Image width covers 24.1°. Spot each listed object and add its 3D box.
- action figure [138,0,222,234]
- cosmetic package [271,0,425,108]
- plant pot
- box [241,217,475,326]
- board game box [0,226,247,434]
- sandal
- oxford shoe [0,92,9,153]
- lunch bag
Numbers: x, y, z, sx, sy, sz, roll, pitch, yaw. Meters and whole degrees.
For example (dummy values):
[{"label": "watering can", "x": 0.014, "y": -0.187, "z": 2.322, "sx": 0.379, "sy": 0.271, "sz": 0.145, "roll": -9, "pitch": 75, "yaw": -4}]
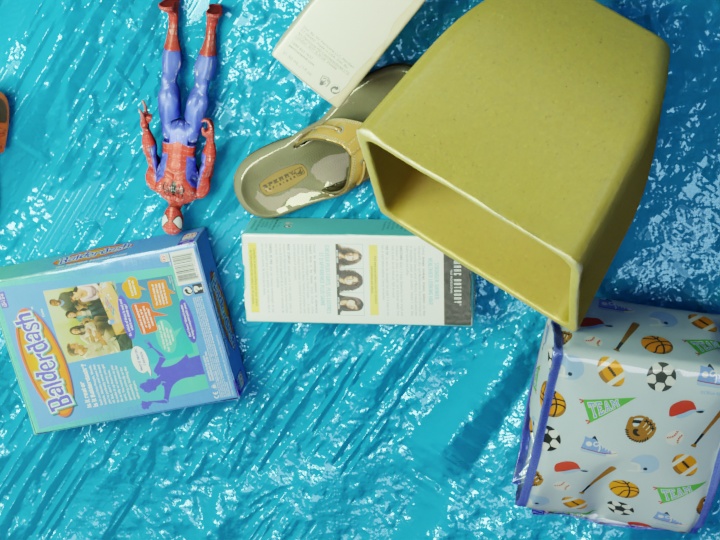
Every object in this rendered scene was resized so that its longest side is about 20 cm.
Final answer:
[{"label": "action figure", "x": -0.153, "y": -0.126, "z": 1.433, "sx": 0.065, "sy": 0.052, "sz": 0.202, "roll": 7, "pitch": 113, "yaw": 1}, {"label": "cosmetic package", "x": 0.021, "y": -0.236, "z": 1.340, "sx": 0.073, "sy": 0.104, "sz": 0.200, "roll": 38, "pitch": 111, "yaw": -8}, {"label": "plant pot", "x": 0.138, "y": -0.106, "z": 1.310, "sx": 0.195, "sy": 0.194, "sz": 0.201, "roll": 31, "pitch": 79, "yaw": 14}, {"label": "box", "x": 0.000, "y": 0.000, "z": 1.455, "sx": 0.198, "sy": 0.049, "sz": 0.083, "roll": 1, "pitch": 110, "yaw": 7}, {"label": "board game box", "x": -0.216, "y": 0.055, "z": 1.505, "sx": 0.198, "sy": 0.045, "sz": 0.153, "roll": -10, "pitch": 109, "yaw": 10}, {"label": "sandal", "x": -0.022, "y": -0.099, "z": 1.420, "sx": 0.199, "sy": 0.054, "sz": 0.081, "roll": -28, "pitch": 104, "yaw": 16}, {"label": "oxford shoe", "x": -0.362, "y": -0.074, "z": 1.476, "sx": 0.072, "sy": 0.071, "sz": 0.201, "roll": 24, "pitch": 108, "yaw": 19}, {"label": "lunch bag", "x": 0.224, "y": 0.129, "z": 1.432, "sx": 0.168, "sy": 0.124, "sz": 0.201, "roll": 7, "pitch": 120, "yaw": 2}]
